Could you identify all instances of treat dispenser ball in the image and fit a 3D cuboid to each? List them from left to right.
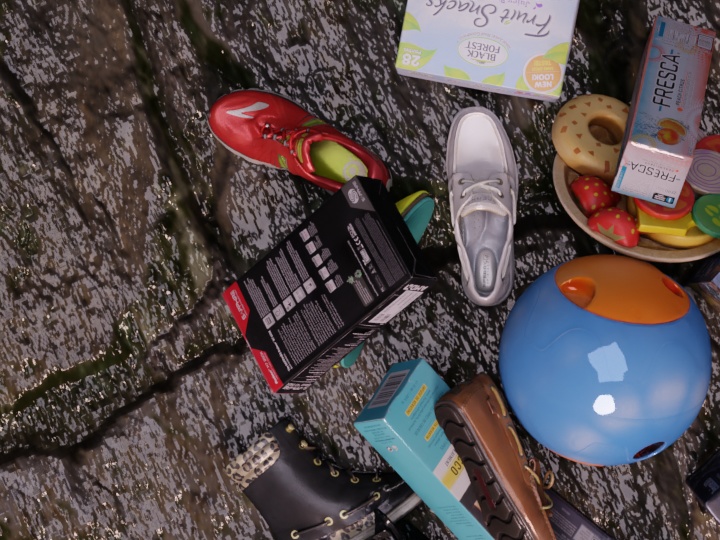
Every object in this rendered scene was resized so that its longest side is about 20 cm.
[{"bbox_3d":[0.231,0.084,1.667,0.200,0.201,0.201,0,90,4],"label":"treat dispenser ball"}]

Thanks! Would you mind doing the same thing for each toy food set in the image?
[{"bbox_3d":[0.283,-0.088,1.694,0.197,0.049,0.200,5,47,-5],"label":"toy food set"}]

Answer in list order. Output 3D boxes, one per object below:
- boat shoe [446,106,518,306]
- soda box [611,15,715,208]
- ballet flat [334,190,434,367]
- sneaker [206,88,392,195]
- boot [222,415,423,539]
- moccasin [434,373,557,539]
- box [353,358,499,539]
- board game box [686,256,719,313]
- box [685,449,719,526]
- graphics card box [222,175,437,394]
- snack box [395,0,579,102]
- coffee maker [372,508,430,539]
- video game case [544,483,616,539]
[{"bbox_3d":[0.123,-0.065,1.742,0.071,0.069,0.200,-7,89,6],"label":"boat shoe"},{"bbox_3d":[0.289,-0.154,1.674,0.063,0.200,0.068,16,136,4],"label":"soda box"},{"bbox_3d":[0.000,0.000,1.759,0.067,0.067,0.200,29,94,26],"label":"ballet flat"},{"bbox_3d":[-0.059,-0.129,1.749,0.200,0.085,0.077,23,90,3],"label":"sneaker"},{"bbox_3d":[-0.021,0.199,1.753,0.203,0.073,0.154,-38,84,2],"label":"boot"},{"bbox_3d":[0.143,0.194,1.662,0.078,0.074,0.202,-28,89,-29],"label":"moccasin"},{"bbox_3d":[0.088,0.183,1.694,0.200,0.049,0.082,48,56,-20],"label":"box"},{"bbox_3d":[0.378,0.043,1.657,0.135,0.200,0.035,42,92,3],"label":"board game box"},{"bbox_3d":[0.423,0.185,1.655,0.200,0.197,0.117,-42,86,3],"label":"box"},{"bbox_3d":[-0.032,0.016,1.712,0.200,0.051,0.126,-42,63,27],"label":"graphics card box"},{"bbox_3d":[0.134,-0.280,1.744,0.168,0.068,0.200,10,92,4],"label":"snack box"},{"bbox_3d":[-0.013,0.333,1.691,0.200,0.135,0.192,-32,112,9],"label":"coffee maker"},{"bbox_3d":[0.154,0.314,1.711,0.019,0.143,0.200,30,93,-31],"label":"video game case"}]
